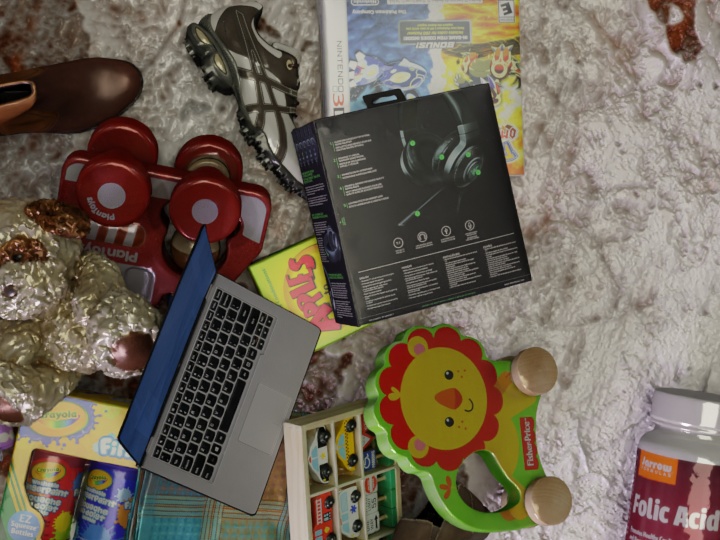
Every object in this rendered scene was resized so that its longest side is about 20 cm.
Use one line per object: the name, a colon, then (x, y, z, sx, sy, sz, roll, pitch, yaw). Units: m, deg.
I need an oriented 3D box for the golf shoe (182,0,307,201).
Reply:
golf shoe: (-0.082, -0.163, 1.189, 0.094, 0.078, 0.200, -33, 98, -7)

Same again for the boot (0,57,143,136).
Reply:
boot: (-0.284, -0.159, 1.092, 0.187, 0.200, 0.069, -5, 93, -9)

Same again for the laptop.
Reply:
laptop: (-0.113, 0.092, 1.074, 0.200, 0.116, 0.188, 30, 70, -29)

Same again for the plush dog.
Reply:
plush dog: (-0.268, 0.012, 1.085, 0.199, 0.161, 0.172, -24, 113, 22)

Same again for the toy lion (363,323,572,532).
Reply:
toy lion: (0.097, 0.151, 1.203, 0.191, 0.069, 0.201, -1, 77, -22)

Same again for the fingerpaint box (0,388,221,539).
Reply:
fingerpaint box: (-0.230, 0.205, 1.180, 0.199, 0.073, 0.168, 14, 90, -10)

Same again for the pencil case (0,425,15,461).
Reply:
pencil case: (-0.371, 0.077, 1.145, 0.085, 0.084, 0.201, -8, 90, -41)

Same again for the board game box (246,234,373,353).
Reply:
board game box: (0.000, 0.000, 1.223, 0.199, 0.048, 0.102, -25, 96, -8)

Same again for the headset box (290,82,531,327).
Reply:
headset box: (0.044, -0.067, 1.149, 0.173, 0.093, 0.201, -15, 95, -16)

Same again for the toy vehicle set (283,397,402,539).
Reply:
toy vehicle set: (-0.013, 0.229, 1.199, 0.124, 0.026, 0.201, -12, 102, -43)

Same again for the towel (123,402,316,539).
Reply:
towel: (-0.114, 0.198, 1.159, 0.199, 0.022, 0.147, 9, 93, -32)

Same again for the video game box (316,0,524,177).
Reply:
video game box: (0.059, -0.178, 1.228, 0.199, 0.047, 0.183, -3, 95, -9)

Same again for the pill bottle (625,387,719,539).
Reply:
pill bottle: (0.328, 0.224, 1.253, 0.114, 0.114, 0.201, 7, 91, -10)

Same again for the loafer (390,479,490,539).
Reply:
loafer: (0.045, 0.271, 1.201, 0.200, 0.073, 0.071, -39, 108, -39)

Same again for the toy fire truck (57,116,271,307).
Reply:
toy fire truck: (-0.191, -0.039, 1.172, 0.199, 0.112, 0.169, 11, 116, -11)
